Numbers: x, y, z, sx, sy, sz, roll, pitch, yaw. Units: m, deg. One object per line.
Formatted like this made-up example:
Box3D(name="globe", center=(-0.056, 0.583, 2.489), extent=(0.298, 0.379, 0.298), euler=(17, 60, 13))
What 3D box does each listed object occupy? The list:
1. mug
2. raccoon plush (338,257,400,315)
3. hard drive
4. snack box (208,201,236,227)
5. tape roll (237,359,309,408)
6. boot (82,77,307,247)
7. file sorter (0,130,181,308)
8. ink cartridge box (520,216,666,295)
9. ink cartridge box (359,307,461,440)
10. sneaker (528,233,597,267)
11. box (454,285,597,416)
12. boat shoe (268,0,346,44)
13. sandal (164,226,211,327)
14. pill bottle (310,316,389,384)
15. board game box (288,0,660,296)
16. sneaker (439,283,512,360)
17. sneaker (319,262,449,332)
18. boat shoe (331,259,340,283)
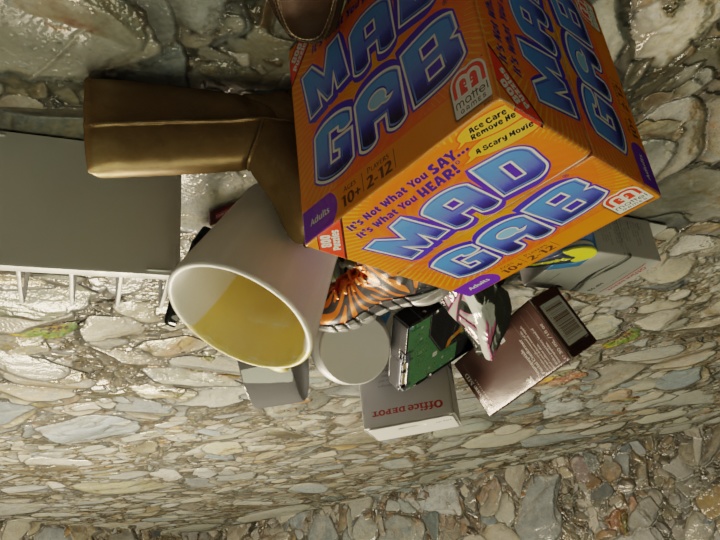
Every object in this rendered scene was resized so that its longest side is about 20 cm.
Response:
Box3D(name="mug", center=(-0.097, 0.000, 0.706), extent=(0.148, 0.154, 0.187), euler=(29, 142, -7))
Box3D(name="raccoon plush", center=(0.055, -0.031, 0.927), extent=(0.199, 0.097, 0.135), euler=(-27, 150, -34))
Box3D(name="hard drive", center=(0.127, 0.080, 1.025), extent=(0.199, 0.038, 0.141), euler=(-29, 138, -29))
Box3D(name="snack box", center=(-0.077, -0.075, 0.828), extent=(0.198, 0.025, 0.072), euler=(-17, 153, 18))
Box3D(name="tape roll", center=(-0.116, 0.076, 0.918), extent=(0.065, 0.202, 0.201), euler=(-9, 153, 2))
Box3D(name="boot", center=(-0.138, -0.093, 0.616), extent=(0.197, 0.177, 0.066), euler=(-2, 147, -17))
Box3D(name="file sorter", center=(-0.294, -0.041, 0.718), extent=(0.198, 0.140, 0.125), euler=(4, 155, -22))
Box3D(name="ink cartridge box", center=(0.336, -0.022, 0.989), extent=(0.198, 0.067, 0.116), euler=(6, 151, -25))
Box3D(name="ink cartridge box", center=(0.073, 0.158, 1.128), extent=(0.145, 0.202, 0.086), euler=(-12, 153, 11))
Box3D(name="sneaker", center=(0.224, -0.047, 0.917), extent=(0.073, 0.083, 0.199), euler=(1, 173, -35))
Box3D(name="box", center=(0.235, 0.121, 1.022), extent=(0.074, 0.101, 0.200), euler=(-22, 159, -38))
Box3D(name="boat shoe", center=(-0.045, -0.226, 0.475), extent=(0.074, 0.076, 0.203), euler=(3, 151, 3))
Box3D(name="sandal", center=(-0.175, 0.002, 0.778), extent=(0.047, 0.201, 0.076), euler=(21, 111, -10))
Box3D(name="pill bottle", center=(-0.019, 0.101, 1.007), extent=(0.114, 0.117, 0.200), euler=(-3, -179, -7))
Box3D(name="board game box", center=(0.082, -0.125, 0.573), extent=(0.198, 0.202, 0.199), euler=(16, 145, -38))
Box3D(name="sneaker", center=(0.143, 0.036, 0.933), extent=(0.086, 0.081, 0.201), euler=(13, 141, 35))
Box3D(name="sneaker", center=(0.000, 0.000, 0.799), extent=(0.198, 0.078, 0.112), euler=(-21, 133, 24))
Box3D(name="boat shoe", center=(-0.065, -0.010, 0.875), extent=(0.061, 0.076, 0.200), euler=(-16, 171, 6))
